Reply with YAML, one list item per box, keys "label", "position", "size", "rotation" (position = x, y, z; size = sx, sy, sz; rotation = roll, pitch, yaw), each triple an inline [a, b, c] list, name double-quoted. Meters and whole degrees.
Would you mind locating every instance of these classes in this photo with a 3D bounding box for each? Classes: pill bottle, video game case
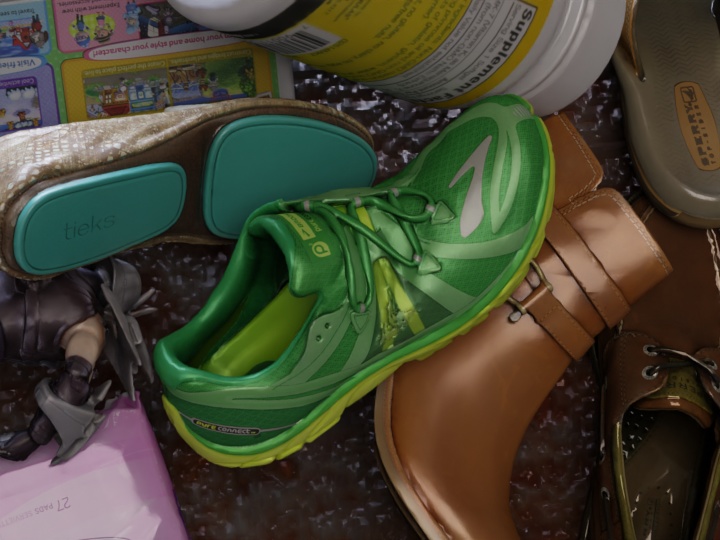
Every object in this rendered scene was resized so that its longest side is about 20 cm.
- label: "pill bottle"
  position: [0.016, -0.133, 0.918]
  size: [0.199, 0.114, 0.115]
  rotation: [15, 77, -46]
- label: "video game case"
  position: [-0.130, -0.106, 0.943]
  size: [0.198, 0.022, 0.184]
  rotation: [-9, 107, -11]

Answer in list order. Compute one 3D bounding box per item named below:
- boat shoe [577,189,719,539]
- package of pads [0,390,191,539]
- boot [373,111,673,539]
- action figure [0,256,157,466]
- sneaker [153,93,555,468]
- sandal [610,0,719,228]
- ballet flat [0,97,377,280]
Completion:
- label: "boat shoe"
  position: [0.140, 0.058, 0.978]
  size: [0.071, 0.068, 0.202]
  rotation: [4, 81, -8]
- label: "package of pads"
  position: [-0.116, 0.163, 0.916]
  size: [0.120, 0.076, 0.201]
  rotation: [-19, 86, -8]
- label: "boot"
  position: [0.070, 0.040, 0.956]
  size: [0.154, 0.077, 0.201]
  rotation: [-28, 70, -3]
- label: "action figure"
  position: [-0.170, 0.027, 0.886]
  size: [0.199, 0.070, 0.130]
  rotation: [-15, 40, -34]
- label: "sneaker"
  position: [0.000, 0.000, 0.893]
  size: [0.200, 0.084, 0.074]
  rotation: [-42, 52, -4]
- label: "sandal"
  position: [0.139, -0.118, 0.998]
  size: [0.080, 0.054, 0.201]
  rotation: [-12, 71, -13]
- label: "ballet flat"
  position: [-0.082, -0.045, 0.917]
  size: [0.199, 0.065, 0.071]
  rotation: [-9, 123, -42]
